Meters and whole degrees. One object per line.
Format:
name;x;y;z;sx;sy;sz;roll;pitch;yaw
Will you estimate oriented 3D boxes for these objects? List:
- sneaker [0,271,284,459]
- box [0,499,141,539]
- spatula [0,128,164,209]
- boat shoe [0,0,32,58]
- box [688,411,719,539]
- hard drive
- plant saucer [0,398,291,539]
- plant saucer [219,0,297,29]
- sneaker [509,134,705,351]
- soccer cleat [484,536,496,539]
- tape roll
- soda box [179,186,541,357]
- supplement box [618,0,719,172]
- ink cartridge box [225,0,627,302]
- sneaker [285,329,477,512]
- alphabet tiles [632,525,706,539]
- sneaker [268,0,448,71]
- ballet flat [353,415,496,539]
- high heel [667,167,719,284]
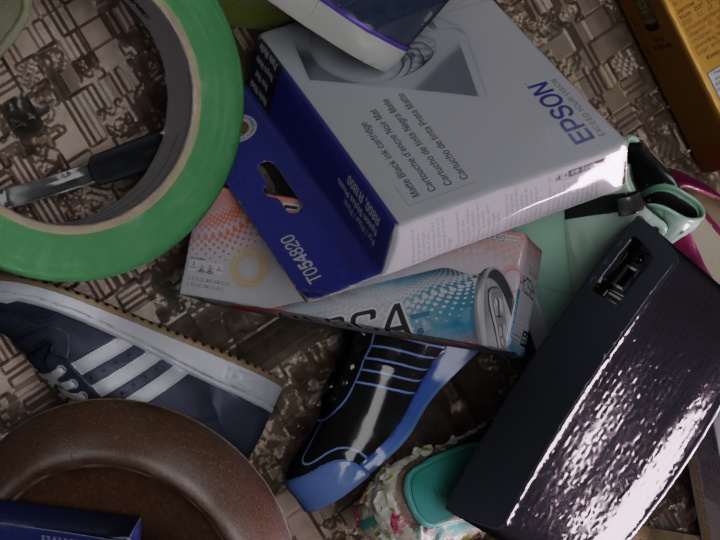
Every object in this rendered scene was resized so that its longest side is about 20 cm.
sneaker;-0.149;0.078;1.105;0.199;0.070;0.109;23;83;-20
box;-0.189;0.188;1.059;0.198;0.032;0.122;7;109;8
spatula;-0.170;-0.052;1.102;0.199;0.021;0.057;-20;90;-7
boat shoe;-0.265;-0.094;1.064;0.200;0.068;0.075;-43;107;-13
box;0.293;0.127;1.236;0.157;0.048;0.201;-19;109;-15
hard drive;0.148;0.083;1.113;0.135;0.042;0.201;34;89;-42
plant saucer;-0.136;0.171;1.079;0.199;0.035;0.202;3;108;9
plant saucer;-0.055;-0.247;1.147;0.198;0.031;0.202;-1;92;-17
sneaker;0.161;0.010;1.153;0.201;0.118;0.074;61;36;-23
soccer cleat;0.081;0.260;1.193;0.083;0.065;0.202;20;84;-36
tape roll;-0.163;-0.095;1.041;0.199;0.048;0.202;-1;93;-23
soda box;0.000;0.000;1.104;0.198;0.064;0.069;9;85;16
supplement box;0.212;-0.164;1.214;0.069;0.066;0.201;-33;101;-14
ink cartridge box;0.019;-0.084;1.098;0.199;0.200;0.041;-21;135;-16
sneaker;0.012;0.052;1.159;0.078;0.070;0.200;46;71;-12
alphabet tiles;0.139;0.237;1.192;0.199;0.008;0.168;16;87;-40
sneaker;-0.020;-0.222;1.071;0.199;0.081;0.147;35;103;-3
ballet flat;0.071;0.129;1.172;0.199;0.064;0.076;-4;71;-43
high heel;0.250;-0.007;1.214;0.199;0.096;0.068;32;79;-15
